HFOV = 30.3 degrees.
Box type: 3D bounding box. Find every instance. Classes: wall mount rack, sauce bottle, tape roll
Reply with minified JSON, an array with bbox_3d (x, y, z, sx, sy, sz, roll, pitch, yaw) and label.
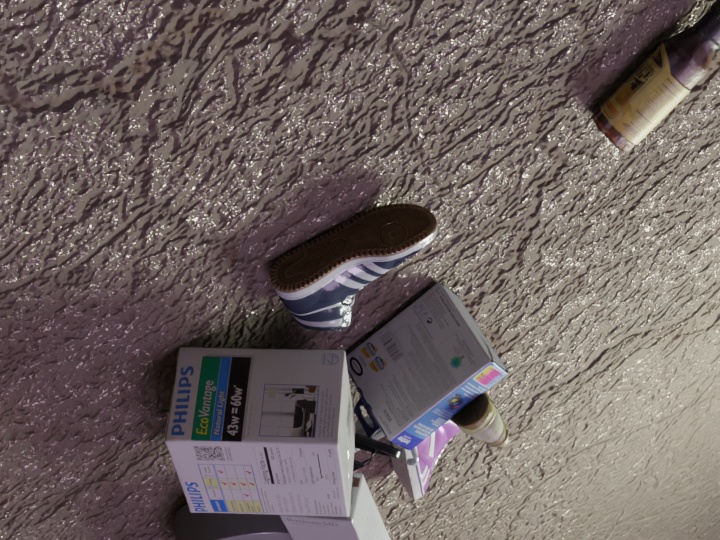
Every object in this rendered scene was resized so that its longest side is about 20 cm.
[{"bbox_3d":[-0.020,0.253,1.813,0.199,0.173,0.075,-25,106,-30],"label":"wall mount rack"},{"bbox_3d":[0.357,-0.227,1.537,0.200,0.066,0.066,-47,145,19],"label":"sauce bottle"},{"bbox_3d":[-0.155,0.361,1.820,0.197,0.067,0.201,-7,152,-4],"label":"tape roll"}]

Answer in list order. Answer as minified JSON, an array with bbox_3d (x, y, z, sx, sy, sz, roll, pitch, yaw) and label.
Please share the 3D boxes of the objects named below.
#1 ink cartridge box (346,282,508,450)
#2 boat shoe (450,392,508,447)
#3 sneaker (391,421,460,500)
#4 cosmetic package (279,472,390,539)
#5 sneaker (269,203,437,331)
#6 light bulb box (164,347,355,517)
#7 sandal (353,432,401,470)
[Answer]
[{"bbox_3d":[0.069,0.132,1.699,0.199,0.137,0.076,-38,150,9],"label":"ink cartridge box"},{"bbox_3d":[0.138,0.173,1.765,0.073,0.201,0.063,-45,114,-2],"label":"boat shoe"},{"bbox_3d":[0.106,0.265,1.976,0.113,0.073,0.201,-26,148,-16],"label":"sneaker"},{"bbox_3d":[-0.029,0.334,1.711,0.100,0.075,0.201,2,145,18],"label":"cosmetic package"},{"bbox_3d":[0.000,0.000,1.523,0.198,0.071,0.109,-23,143,-3],"label":"sneaker"},{"bbox_3d":[-0.112,0.193,1.566,0.197,0.126,0.199,1,145,4],"label":"light bulb box"},{"bbox_3d":[-0.046,0.226,1.704,0.198,0.049,0.075,11,169,9],"label":"sandal"}]
